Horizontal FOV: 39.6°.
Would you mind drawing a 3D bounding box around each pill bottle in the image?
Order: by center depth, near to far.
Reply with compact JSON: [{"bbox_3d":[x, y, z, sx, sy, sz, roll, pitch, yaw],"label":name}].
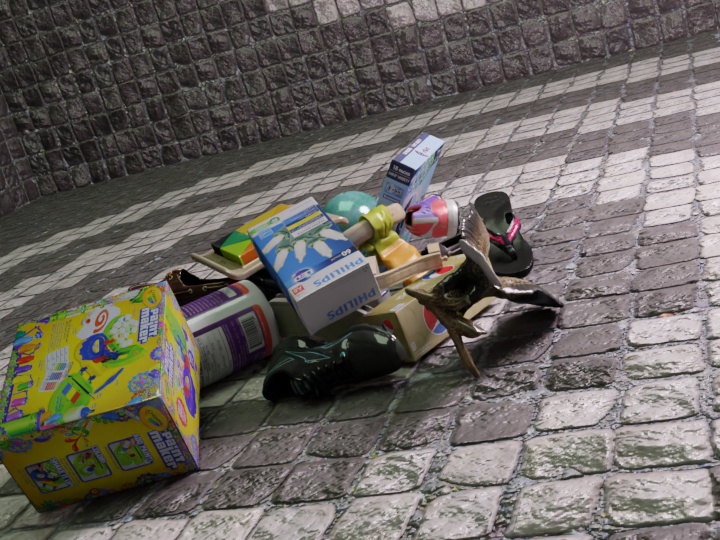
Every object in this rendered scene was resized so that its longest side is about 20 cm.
[{"bbox_3d":[-0.218,0.099,1.338,0.199,0.112,0.111,-24,17,-26],"label":"pill bottle"}]

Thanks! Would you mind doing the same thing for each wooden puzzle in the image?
[{"bbox_3d":[-0.139,-0.052,1.473,0.199,0.037,0.185,-27,20,-20],"label":"wooden puzzle"}]

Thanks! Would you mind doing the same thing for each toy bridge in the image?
[{"bbox_3d":[0.016,0.006,1.295,0.198,0.027,0.067,-13,21,5],"label":"toy bridge"}]

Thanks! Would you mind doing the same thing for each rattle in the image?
[{"bbox_3d":[0.000,0.000,1.449,0.200,0.143,0.130,-37,12,28],"label":"rattle"}]

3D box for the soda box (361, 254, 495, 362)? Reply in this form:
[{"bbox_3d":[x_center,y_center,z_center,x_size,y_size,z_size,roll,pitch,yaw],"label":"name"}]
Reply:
[{"bbox_3d":[0.094,0.044,1.272,0.064,0.068,0.199,-11,15,47],"label":"soda box"}]

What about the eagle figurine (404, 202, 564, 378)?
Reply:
[{"bbox_3d":[0.144,0.010,1.183,0.150,0.153,0.199,8,28,42],"label":"eagle figurine"}]

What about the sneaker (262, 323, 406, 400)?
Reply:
[{"bbox_3d":[-0.034,0.120,1.187,0.199,0.076,0.079,-13,28,37],"label":"sneaker"}]

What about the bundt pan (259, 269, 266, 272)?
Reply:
[{"bbox_3d":[-0.123,-0.037,1.647,0.200,0.076,0.202,-10,-5,-1],"label":"bundt pan"}]

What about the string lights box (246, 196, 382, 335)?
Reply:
[{"bbox_3d":[-0.062,-0.010,1.272,0.102,0.059,0.200,-28,35,-9],"label":"string lights box"}]

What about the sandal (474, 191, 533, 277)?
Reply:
[{"bbox_3d":[0.201,-0.062,1.462,0.074,0.045,0.201,-13,41,4],"label":"sandal"}]

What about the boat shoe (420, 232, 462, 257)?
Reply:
[{"bbox_3d":[0.147,-0.039,1.529,0.199,0.057,0.067,-20,16,-10],"label":"boat shoe"}]

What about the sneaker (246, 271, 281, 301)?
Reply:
[{"bbox_3d":[-0.128,0.031,1.582,0.198,0.077,0.091,-6,8,13],"label":"sneaker"}]

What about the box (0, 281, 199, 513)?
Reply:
[{"bbox_3d":[-0.293,0.140,1.144,0.191,0.123,0.201,-16,37,4],"label":"box"}]

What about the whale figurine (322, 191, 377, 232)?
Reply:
[{"bbox_3d":[-0.029,-0.095,1.815,0.158,0.105,0.200,-20,16,-11],"label":"whale figurine"}]

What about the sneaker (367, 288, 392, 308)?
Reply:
[{"bbox_3d":[-0.038,0.037,1.416,0.199,0.083,0.075,-7,18,31],"label":"sneaker"}]

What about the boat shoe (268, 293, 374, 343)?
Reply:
[{"bbox_3d":[-0.038,0.058,1.335,0.200,0.072,0.060,8,28,36],"label":"boat shoe"}]

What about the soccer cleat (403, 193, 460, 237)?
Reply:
[{"bbox_3d":[0.094,-0.081,1.513,0.072,0.069,0.200,-2,5,-9],"label":"soccer cleat"}]

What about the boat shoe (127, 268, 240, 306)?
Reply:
[{"bbox_3d":[-0.256,0.030,1.471,0.198,0.071,0.070,3,21,19],"label":"boat shoe"}]

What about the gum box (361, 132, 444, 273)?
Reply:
[{"bbox_3d":[0.063,-0.104,1.601,0.044,0.201,0.170,24,27,11],"label":"gum box"}]
